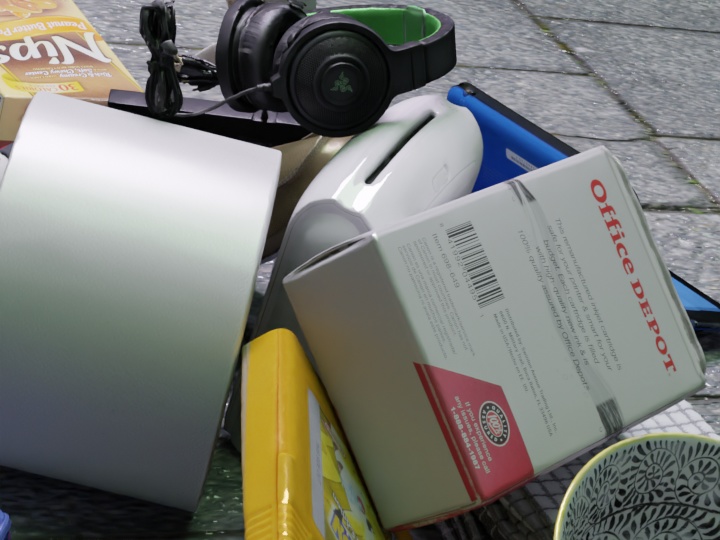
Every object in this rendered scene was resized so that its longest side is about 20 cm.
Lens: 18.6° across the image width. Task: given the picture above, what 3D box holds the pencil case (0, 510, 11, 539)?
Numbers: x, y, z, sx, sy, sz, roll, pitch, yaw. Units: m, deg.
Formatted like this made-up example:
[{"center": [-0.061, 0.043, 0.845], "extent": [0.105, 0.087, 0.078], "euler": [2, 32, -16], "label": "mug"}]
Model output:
[{"center": [-0.200, 0.169, 0.987], "extent": [0.086, 0.078, 0.200], "euler": [-15, 28, 4], "label": "pencil case"}]

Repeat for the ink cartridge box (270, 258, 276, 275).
[{"center": [0.051, 0.006, 1.494], "extent": [0.199, 0.042, 0.119], "euler": [-8, 35, -43], "label": "ink cartridge box"}]

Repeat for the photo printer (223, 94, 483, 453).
[{"center": [0.000, 0.000, 1.272], "extent": [0.069, 0.201, 0.166], "euler": [28, 36, 12], "label": "photo printer"}]

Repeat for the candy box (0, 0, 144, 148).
[{"center": [-0.243, -0.147, 1.610], "extent": [0.115, 0.056, 0.200], "euler": [-1, 30, -30], "label": "candy box"}]

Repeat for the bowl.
[{"center": [0.165, 0.191, 1.101], "extent": [0.199, 0.094, 0.202], "euler": [15, 49, -18], "label": "bowl"}]

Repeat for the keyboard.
[{"center": [-0.058, -0.092, 1.356], "extent": [0.198, 0.127, 0.021], "euler": [7, 60, 1], "label": "keyboard"}]

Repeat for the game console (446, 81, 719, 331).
[{"center": [0.167, -0.045, 1.552], "extent": [0.118, 0.172, 0.200], "euler": [-28, 41, -25], "label": "game console"}]

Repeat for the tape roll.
[{"center": [-0.130, 0.017, 1.187], "extent": [0.138, 0.204, 0.203], "euler": [13, 26, -3], "label": "tape roll"}]

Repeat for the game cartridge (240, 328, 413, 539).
[{"center": [-0.006, 0.147, 1.058], "extent": [0.032, 0.177, 0.200], "euler": [-25, 27, 8], "label": "game cartridge"}]

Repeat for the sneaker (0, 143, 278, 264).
[{"center": [-0.153, -0.041, 1.434], "extent": [0.199, 0.072, 0.112], "euler": [19, 21, 24], "label": "sneaker"}]

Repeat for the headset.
[{"center": [-0.037, -0.128, 1.233], "extent": [0.199, 0.095, 0.123], "euler": [-21, 26, -35], "label": "headset"}]

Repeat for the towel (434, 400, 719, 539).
[{"center": [0.119, 0.123, 1.256], "extent": [0.165, 0.086, 0.200], "euler": [-4, 34, -31], "label": "towel"}]

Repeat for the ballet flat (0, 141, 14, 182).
[{"center": [-0.229, -0.041, 1.334], "extent": [0.073, 0.074, 0.199], "euler": [-7, 2, -38], "label": "ballet flat"}]

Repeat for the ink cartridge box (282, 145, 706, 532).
[{"center": [0.075, 0.032, 1.150], "extent": [0.199, 0.085, 0.147], "euler": [-21, 87, -43], "label": "ink cartridge box"}]

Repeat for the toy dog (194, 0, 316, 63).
[{"center": [-0.072, -0.111, 1.519], "extent": [0.096, 0.201, 0.132], "euler": [-24, 19, -30], "label": "toy dog"}]

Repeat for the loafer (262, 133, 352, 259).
[{"center": [-0.086, -0.038, 1.336], "extent": [0.068, 0.199, 0.076], "euler": [51, 24, -16], "label": "loafer"}]
